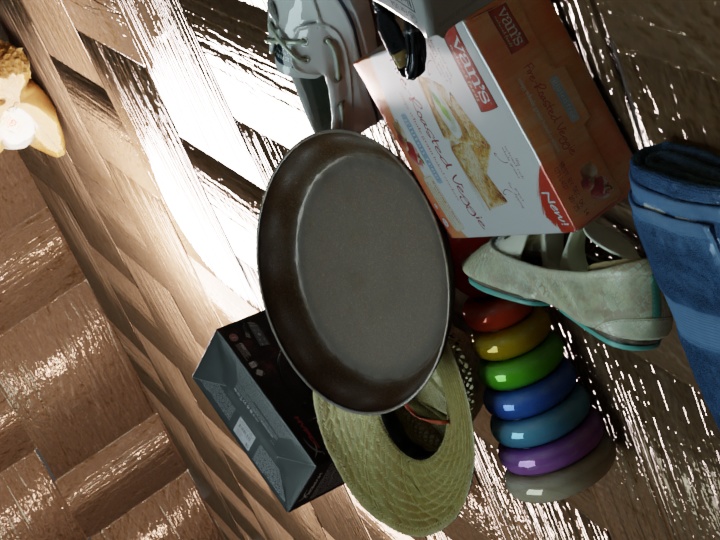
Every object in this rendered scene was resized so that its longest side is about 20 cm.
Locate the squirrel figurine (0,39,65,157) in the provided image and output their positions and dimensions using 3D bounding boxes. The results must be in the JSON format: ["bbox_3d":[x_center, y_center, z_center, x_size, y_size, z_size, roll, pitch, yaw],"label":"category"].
[{"bbox_3d":[-0.542,-0.275,2.495,0.187,0.140,0.202,-126,26,-54],"label":"squirrel figurine"}]

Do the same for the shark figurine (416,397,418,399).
[{"bbox_3d":[0.055,0.076,1.336,0.089,0.128,0.216,19,-139,-41],"label":"shark figurine"}]

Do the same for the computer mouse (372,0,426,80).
[{"bbox_3d":[-0.012,-0.197,0.975,0.202,0.034,0.059,65,154,22],"label":"computer mouse"}]

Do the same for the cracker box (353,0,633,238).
[{"bbox_3d":[0.077,-0.091,0.996,0.135,0.057,0.200,60,164,-9],"label":"cracker box"}]

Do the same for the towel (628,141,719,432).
[{"bbox_3d":[0.201,0.032,0.867,0.202,0.048,0.111,64,164,-22],"label":"towel"}]

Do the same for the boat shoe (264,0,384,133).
[{"bbox_3d":[-0.030,-0.158,1.132,0.073,0.067,0.201,36,163,42],"label":"boat shoe"}]

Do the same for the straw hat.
[{"bbox_3d":[0.051,0.088,1.236,0.200,0.084,0.204,23,120,46],"label":"straw hat"}]

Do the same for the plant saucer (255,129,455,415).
[{"bbox_3d":[0.000,0.000,1.170,0.199,0.032,0.203,13,108,44],"label":"plant saucer"}]

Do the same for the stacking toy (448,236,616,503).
[{"bbox_3d":[0.109,0.058,1.164,0.202,0.085,0.085,67,163,-14],"label":"stacking toy"}]

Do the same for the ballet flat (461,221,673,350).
[{"bbox_3d":[0.130,-0.005,1.028,0.199,0.067,0.063,24,116,58],"label":"ballet flat"}]

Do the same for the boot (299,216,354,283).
[{"bbox_3d":[-0.023,-0.007,1.296,0.200,0.095,0.074,-37,57,53],"label":"boot"}]

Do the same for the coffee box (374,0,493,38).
[{"bbox_3d":[0.026,-0.242,0.593,0.200,0.199,0.199,40,158,46],"label":"coffee box"}]

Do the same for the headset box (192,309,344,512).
[{"bbox_3d":[-0.019,0.094,1.414,0.149,0.199,0.075,52,138,20],"label":"headset box"}]
